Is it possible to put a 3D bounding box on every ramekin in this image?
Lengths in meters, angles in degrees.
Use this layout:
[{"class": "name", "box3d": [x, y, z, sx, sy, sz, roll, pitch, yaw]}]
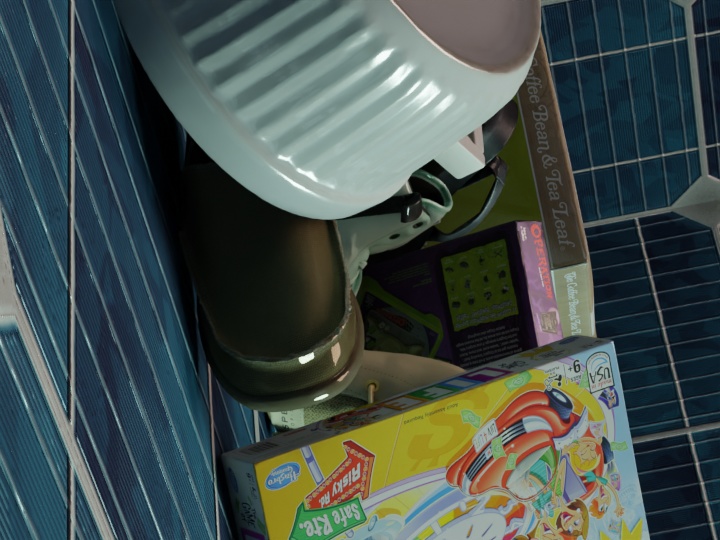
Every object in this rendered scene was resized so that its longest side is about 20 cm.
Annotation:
[{"class": "ramekin", "box3d": [-0.009, -0.133, 1.046, 0.200, 0.105, 0.201, 35, 42, -38]}]

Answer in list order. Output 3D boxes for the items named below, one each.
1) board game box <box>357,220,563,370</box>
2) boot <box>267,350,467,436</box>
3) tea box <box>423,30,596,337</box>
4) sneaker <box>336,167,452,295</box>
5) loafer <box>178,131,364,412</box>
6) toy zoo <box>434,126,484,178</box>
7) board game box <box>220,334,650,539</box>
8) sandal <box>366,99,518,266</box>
[{"class": "board game box", "box3d": [0.038, 0.050, 1.434, 0.032, 0.200, 0.120, 3, 76, -45]}, {"class": "boot", "box3d": [0.022, 0.087, 1.263, 0.200, 0.155, 0.073, -49, 150, -72]}, {"class": "tea box", "box3d": [0.047, -0.046, 1.632, 0.134, 0.196, 0.201, 72, 8, -63]}, {"class": "sneaker", "box3d": [0.000, 0.000, 1.366, 0.201, 0.118, 0.074, 75, 5, -48]}, {"class": "loafer", "box3d": [-0.049, -0.021, 1.083, 0.068, 0.076, 0.200, 72, -1, -46]}, {"class": "toy zoo", "box3d": [0.025, -0.140, 1.351, 0.131, 0.020, 0.200, 46, 29, -38]}, {"class": "board game box", "box3d": [0.042, 0.122, 1.123, 0.034, 0.200, 0.135, 8, -68, 60]}, {"class": "sandal", "box3d": [0.054, -0.045, 1.453, 0.076, 0.043, 0.200, -63, -173, -32]}]
